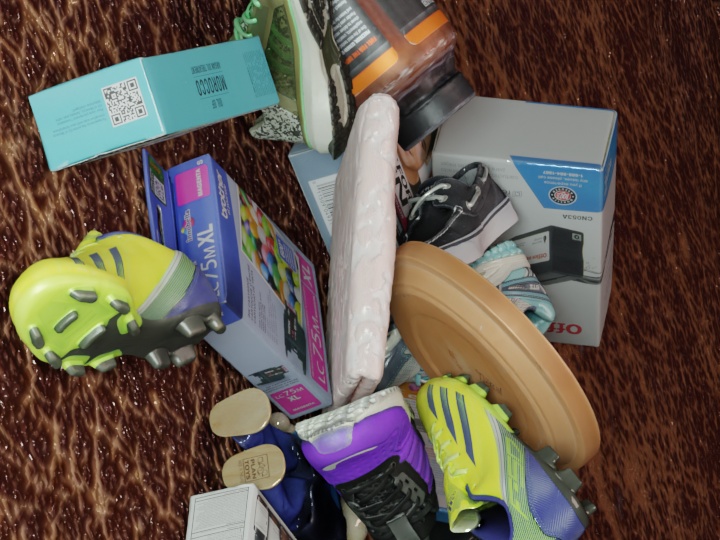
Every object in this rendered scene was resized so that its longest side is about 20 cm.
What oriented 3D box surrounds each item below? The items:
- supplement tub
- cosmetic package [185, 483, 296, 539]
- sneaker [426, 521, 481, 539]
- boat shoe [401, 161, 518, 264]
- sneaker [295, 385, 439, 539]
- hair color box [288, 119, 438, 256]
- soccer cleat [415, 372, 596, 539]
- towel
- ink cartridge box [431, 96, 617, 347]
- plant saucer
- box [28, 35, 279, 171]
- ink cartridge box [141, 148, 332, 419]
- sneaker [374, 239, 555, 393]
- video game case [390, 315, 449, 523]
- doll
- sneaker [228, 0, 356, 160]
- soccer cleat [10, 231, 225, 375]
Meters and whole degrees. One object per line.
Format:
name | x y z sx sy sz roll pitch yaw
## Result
supplement tub | -0.001 -0.188 1.715 0.200 0.107 0.107 52 22 -1
cosmetic package | -0.048 0.229 1.466 0.200 0.050 0.083 57 29 -42
sneaker | 0.103 0.232 1.779 0.200 0.114 0.076 -87 155 -45
boat shoe | 0.065 -0.038 1.751 0.068 0.071 0.200 64 29 -6
sneaker | 0.017 0.139 1.533 0.200 0.069 0.100 27 42 -76
hair color box | 0.007 -0.098 1.825 0.200 0.060 0.099 -67 139 -60
soccer cleat | 0.079 0.135 1.550 0.200 0.084 0.065 41 -13 53
towel | 0.000 0.000 1.615 0.191 0.032 0.201 112 -19 -73
ink cartridge box | 0.138 -0.039 1.919 0.084 0.144 0.201 -73 165 -46
plant saucer | 0.086 0.065 1.598 0.032 0.200 0.201 -43 128 -16
box | -0.127 -0.108 1.445 0.200 0.082 0.049 -27 100 -70
ink cartridge box | -0.081 0.006 1.539 0.200 0.042 0.120 44 31 -52
sneaker | 0.080 0.050 1.743 0.086 0.078 0.200 49 51 8
video game case | 0.061 0.102 1.758 0.142 0.018 0.201 12 54 -17
doll | -0.042 0.152 1.537 0.200 0.048 0.137 50 22 -61
sneaker | -0.065 -0.169 1.633 0.077 0.088 0.201 -65 148 -59
soccer cleat | -0.152 0.012 1.329 0.084 0.065 0.200 54 17 18
